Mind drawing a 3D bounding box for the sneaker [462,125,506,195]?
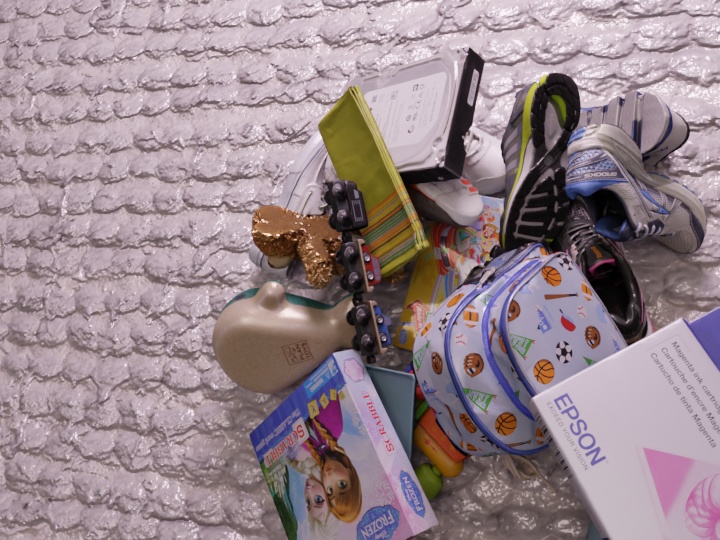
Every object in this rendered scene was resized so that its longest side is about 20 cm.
[{"bbox_3d":[0.104,-0.160,0.820,0.198,0.100,0.079,26,75,24],"label":"sneaker"}]

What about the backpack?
[{"bbox_3d":[0.153,0.086,0.659,0.189,0.154,0.201,-34,85,-23],"label":"backpack"}]

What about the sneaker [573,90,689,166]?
[{"bbox_3d":[0.284,-0.153,0.766,0.198,0.114,0.082,17,100,54],"label":"sneaker"}]

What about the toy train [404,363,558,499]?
[{"bbox_3d":[0.102,0.206,0.736,0.200,0.084,0.116,44,103,25],"label":"toy train"}]

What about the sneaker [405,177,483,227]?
[{"bbox_3d":[0.070,-0.081,0.808,0.200,0.076,0.083,39,127,48],"label":"sneaker"}]

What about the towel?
[{"bbox_3d":[0.008,-0.097,0.747,0.086,0.018,0.203,-35,73,46],"label":"towel"}]

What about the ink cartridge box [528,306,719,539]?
[{"bbox_3d":[0.265,0.145,0.521,0.198,0.043,0.198,-28,65,0],"label":"ink cartridge box"}]

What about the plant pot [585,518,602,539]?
[{"bbox_3d":[0.276,0.272,0.583,0.197,0.200,0.199,11,78,23],"label":"plant pot"}]

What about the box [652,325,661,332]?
[{"bbox_3d":[0.356,0.170,0.678,0.198,0.021,0.166,24,85,24],"label":"box"}]

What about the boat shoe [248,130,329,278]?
[{"bbox_3d":[-0.073,-0.084,0.894,0.066,0.073,0.202,30,96,10],"label":"boat shoe"}]

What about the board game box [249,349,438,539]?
[{"bbox_3d":[-0.030,0.227,0.748,0.200,0.041,0.201,-47,60,36],"label":"board game box"}]

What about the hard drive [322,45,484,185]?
[{"bbox_3d":[0.043,-0.167,0.772,0.198,0.038,0.142,1,74,49],"label":"hard drive"}]

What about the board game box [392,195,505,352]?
[{"bbox_3d":[0.130,0.011,0.801,0.132,0.034,0.203,12,80,23],"label":"board game box"}]

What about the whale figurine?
[{"bbox_3d":[-0.081,0.070,0.823,0.197,0.161,0.104,-15,29,11],"label":"whale figurine"}]

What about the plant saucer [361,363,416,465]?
[{"bbox_3d":[0.029,0.206,0.736,0.069,0.019,0.204,7,96,36],"label":"plant saucer"}]

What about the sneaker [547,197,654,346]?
[{"bbox_3d":[0.256,-0.008,0.720,0.079,0.086,0.202,-27,56,9],"label":"sneaker"}]

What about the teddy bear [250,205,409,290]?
[{"bbox_3d":[-0.036,-0.023,0.812,0.146,0.197,0.068,-115,33,-46],"label":"teddy bear"}]

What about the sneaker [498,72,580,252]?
[{"bbox_3d":[0.191,-0.114,0.753,0.073,0.081,0.204,8,99,-15],"label":"sneaker"}]

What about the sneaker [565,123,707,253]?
[{"bbox_3d":[0.278,-0.060,0.695,0.077,0.198,0.086,-15,48,61],"label":"sneaker"}]

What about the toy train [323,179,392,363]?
[{"bbox_3d":[0.000,0.000,0.738,0.034,0.045,0.204,-14,86,61],"label":"toy train"}]
